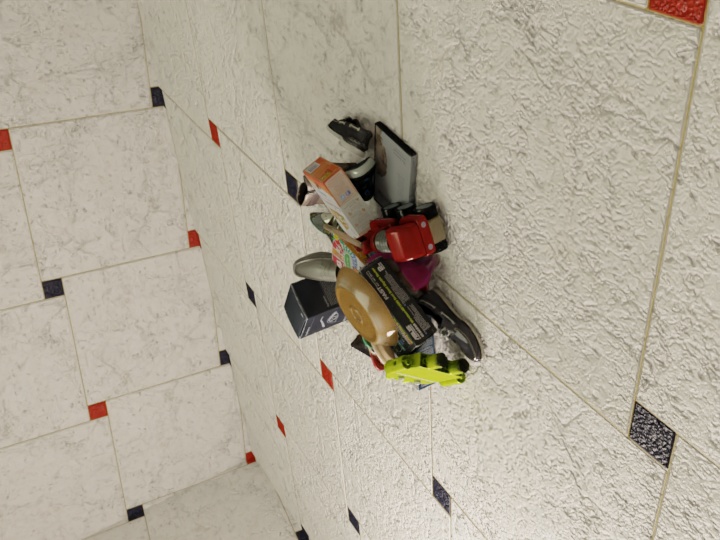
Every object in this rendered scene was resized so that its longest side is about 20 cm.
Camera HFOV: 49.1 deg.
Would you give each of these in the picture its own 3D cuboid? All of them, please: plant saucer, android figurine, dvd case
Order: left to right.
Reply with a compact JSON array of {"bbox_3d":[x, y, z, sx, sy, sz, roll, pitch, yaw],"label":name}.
[{"bbox_3d":[0.003,0.086,1.672,0.200,0.035,0.201,46,159,24],"label":"plant saucer"},{"bbox_3d":[0.070,-0.197,1.669,0.143,0.017,0.201,49,151,39],"label":"dvd case"},{"bbox_3d":[0.134,0.214,1.688,0.199,0.181,0.041,-22,57,49],"label":"android figurine"}]

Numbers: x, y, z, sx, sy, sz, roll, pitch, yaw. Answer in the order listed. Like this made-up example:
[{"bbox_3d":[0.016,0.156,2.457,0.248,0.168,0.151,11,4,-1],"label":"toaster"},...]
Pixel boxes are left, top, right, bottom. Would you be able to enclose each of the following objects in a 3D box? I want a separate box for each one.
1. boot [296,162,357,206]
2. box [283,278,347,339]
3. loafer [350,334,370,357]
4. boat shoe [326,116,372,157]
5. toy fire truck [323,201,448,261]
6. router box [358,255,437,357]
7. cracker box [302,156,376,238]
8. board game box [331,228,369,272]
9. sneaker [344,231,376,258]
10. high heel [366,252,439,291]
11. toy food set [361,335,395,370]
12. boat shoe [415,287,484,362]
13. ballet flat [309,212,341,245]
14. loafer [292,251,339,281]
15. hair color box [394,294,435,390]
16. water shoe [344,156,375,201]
[{"bbox_3d":[-0.080,-0.180,1.859,0.070,0.145,0.201,56,154,33],"label":"boot"},{"bbox_3d":[-0.083,0.074,2.022,0.105,0.199,0.148,63,157,18],"label":"box"},{"bbox_3d":[0.030,0.184,2.060,0.073,0.071,0.200,30,169,-9],"label":"loafer"},{"bbox_3d":[-0.023,-0.305,1.731,0.061,0.073,0.200,-59,23,13],"label":"boat shoe"},{"bbox_3d":[0.045,-0.070,1.571,0.175,0.199,0.130,8,122,56],"label":"toy fire truck"},{"bbox_3d":[0.065,0.083,1.669,0.201,0.062,0.150,52,162,9],"label":"router box"},{"bbox_3d":[-0.033,-0.144,1.720,0.201,0.058,0.134,54,172,-28],"label":"cracker box"},{"bbox_3d":[0.000,0.000,1.820,0.200,0.030,0.096,45,149,29],"label":"board game box"},{"bbox_3d":[0.031,-0.069,1.815,0.200,0.074,0.085,39,137,41],"label":"sneaker"},{"bbox_3d":[0.071,0.007,1.671,0.199,0.096,0.068,5,134,42],"label":"high heel"},{"bbox_3d":[0.035,0.143,1.888,0.200,0.048,0.200,25,-133,-70],"label":"toy food set"},{"bbox_3d":[0.181,0.121,1.635,0.200,0.062,0.073,53,152,34],"label":"boat shoe"},{"bbox_3d":[-0.061,-0.106,2.012,0.201,0.072,0.072,51,152,36],"label":"ballet flat"},{"bbox_3d":[-0.068,-0.007,1.923,0.070,0.198,0.071,-89,-6,-72],"label":"loafer"},{"bbox_3d":[0.121,0.163,1.814,0.100,0.060,0.202,37,141,54],"label":"hair color box"},{"bbox_3d":[0.009,-0.193,1.719,0.079,0.071,0.200,59,175,-3],"label":"water shoe"}]
